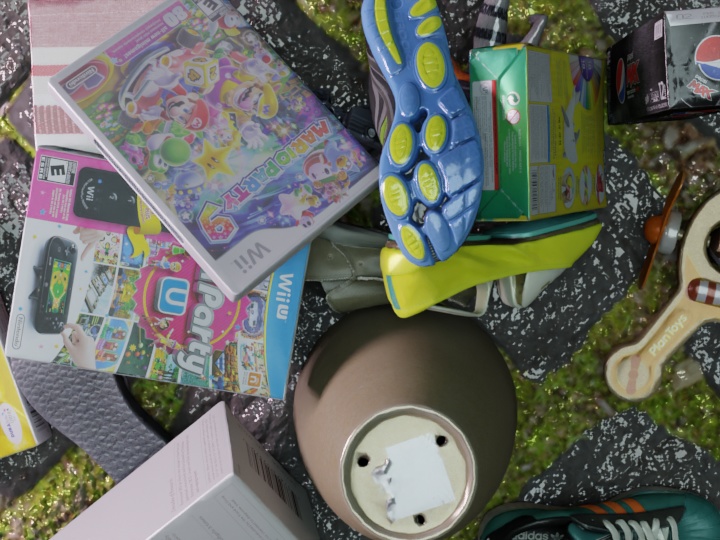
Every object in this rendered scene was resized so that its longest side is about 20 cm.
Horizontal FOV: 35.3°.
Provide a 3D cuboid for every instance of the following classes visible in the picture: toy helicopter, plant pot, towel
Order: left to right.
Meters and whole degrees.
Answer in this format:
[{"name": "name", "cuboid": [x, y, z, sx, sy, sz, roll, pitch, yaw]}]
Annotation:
[{"name": "towel", "cuboid": [-0.170, -0.101, 0.841, 0.142, 0.023, 0.203, -2, 94, -5]}, {"name": "plant pot", "cuboid": [0.035, 0.124, 0.832, 0.185, 0.200, 0.190, 0, 94, 1]}, {"name": "toy helicopter", "cuboid": [0.256, 0.014, 0.881, 0.132, 0.079, 0.201, 40, 98, -1]}]

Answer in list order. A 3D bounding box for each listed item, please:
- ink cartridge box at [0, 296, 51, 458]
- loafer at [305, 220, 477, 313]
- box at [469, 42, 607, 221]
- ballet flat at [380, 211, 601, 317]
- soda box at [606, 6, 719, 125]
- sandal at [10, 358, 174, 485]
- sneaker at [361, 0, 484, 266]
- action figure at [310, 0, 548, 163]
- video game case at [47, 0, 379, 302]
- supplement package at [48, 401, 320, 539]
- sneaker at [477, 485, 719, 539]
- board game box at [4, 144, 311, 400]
[{"name": "ink cartridge box", "cuboid": [-0.379, 0.077, 0.919, 0.198, 0.047, 0.200, -20, 94, 1]}, {"name": "loafer", "cuboid": [0.000, 0.000, 0.888, 0.197, 0.075, 0.071, 14, 94, 7]}, {"name": "box", "cuboid": [0.139, -0.100, 0.828, 0.048, 0.199, 0.119, 1, 96, 31]}, {"name": "ballet flat", "cuboid": [0.098, -0.002, 0.832, 0.198, 0.067, 0.068, -8, 98, -34]}, {"name": "soda box", "cuboid": [0.227, -0.142, 0.806, 0.070, 0.200, 0.064, -4, 95, 2]}, {"name": "sandal", "cuboid": [-0.213, 0.109, 0.920, 0.076, 0.043, 0.201, -32, 104, 3]}, {"name": "sneaker", "cuboid": [0.043, -0.098, 0.768, 0.070, 0.083, 0.202, -11, 70, 5]}, {"name": "action figure", "cuboid": [0.055, -0.125, 0.844, 0.198, 0.104, 0.196, 14, 77, -24]}, {"name": "video game case", "cuboid": [-0.098, -0.096, 0.783, 0.143, 0.018, 0.200, -39, 81, -21]}, {"name": "supplement package", "cuboid": [-0.143, 0.223, 0.872, 0.199, 0.117, 0.117, -38, 113, 4]}, {"name": "sneaker", "cuboid": [0.194, 0.218, 0.893, 0.197, 0.080, 0.072, -6, 94, 2]}, {"name": "board game box", "cuboid": [-0.140, 0.001, 0.811, 0.197, 0.064, 0.150, 10, 93, -8]}]
